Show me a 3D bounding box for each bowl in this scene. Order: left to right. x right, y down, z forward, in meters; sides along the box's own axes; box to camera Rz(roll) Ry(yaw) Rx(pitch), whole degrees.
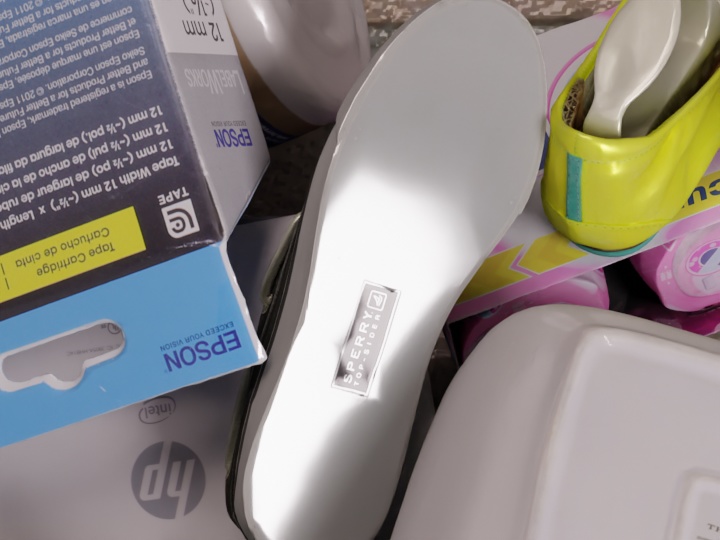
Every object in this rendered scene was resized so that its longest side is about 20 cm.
[{"bbox_3d":[0.108,0.103,0.698,0.199,0.075,0.201,19,55,0],"label":"bowl"}]

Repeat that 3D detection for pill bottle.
[{"bbox_3d":[-0.105,-0.079,0.881,0.199,0.111,0.112,-20,49,22],"label":"pill bottle"}]

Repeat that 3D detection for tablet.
[{"bbox_3d":[-0.072,0.055,0.828,0.198,0.014,0.131,-10,87,10],"label":"tablet"}]

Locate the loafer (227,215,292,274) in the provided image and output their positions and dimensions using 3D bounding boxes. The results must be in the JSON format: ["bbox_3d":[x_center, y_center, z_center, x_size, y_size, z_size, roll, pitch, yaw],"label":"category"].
[{"bbox_3d":[-0.096,0.019,0.881,0.198,0.072,0.064,-5,77,20],"label":"loafer"}]

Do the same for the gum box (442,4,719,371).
[{"bbox_3d":[0.114,-0.038,0.849,0.199,0.066,0.114,-21,50,1],"label":"gum box"}]

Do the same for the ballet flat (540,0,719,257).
[{"bbox_3d":[0.121,-0.094,0.801,0.066,0.067,0.201,18,59,29],"label":"ballet flat"}]

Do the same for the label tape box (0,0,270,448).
[{"bbox_3d":[-0.113,-0.047,0.793,0.142,0.066,0.201,-19,88,21],"label":"label tape box"}]

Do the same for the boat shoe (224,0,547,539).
[{"bbox_3d":[0.000,0.000,0.774,0.201,0.070,0.064,-67,19,-2],"label":"boat shoe"}]
